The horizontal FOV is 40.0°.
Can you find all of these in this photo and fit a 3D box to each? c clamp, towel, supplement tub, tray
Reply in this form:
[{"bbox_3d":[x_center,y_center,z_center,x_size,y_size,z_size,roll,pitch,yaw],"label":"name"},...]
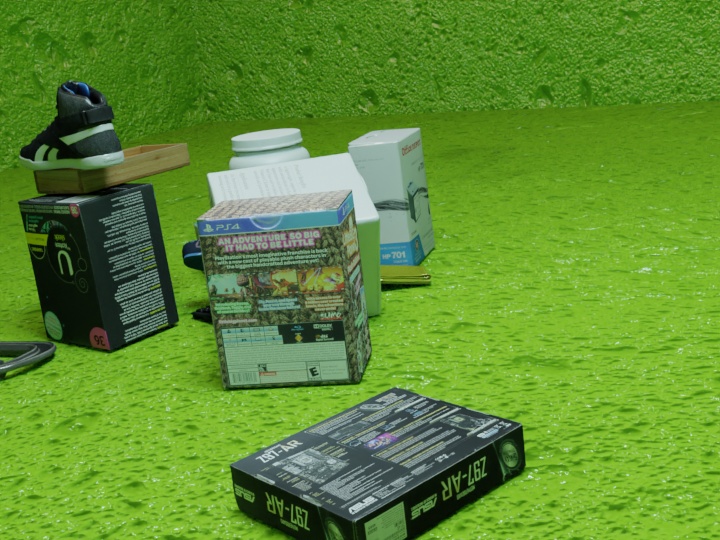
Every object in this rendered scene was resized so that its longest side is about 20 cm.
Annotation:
[{"bbox_3d":[-0.506,0.122,1.285,0.200,0.027,0.171,-4,10,18],"label":"c clamp"},{"bbox_3d":[0.000,0.000,1.448,0.199,0.018,0.086,2,15,-5],"label":"towel"},{"bbox_3d":[-0.154,-0.142,1.750,0.144,0.201,0.145,-6,15,2],"label":"supplement tub"},{"bbox_3d":[-0.346,-0.144,1.394,0.098,0.037,0.200,3,18,35],"label":"tray"}]

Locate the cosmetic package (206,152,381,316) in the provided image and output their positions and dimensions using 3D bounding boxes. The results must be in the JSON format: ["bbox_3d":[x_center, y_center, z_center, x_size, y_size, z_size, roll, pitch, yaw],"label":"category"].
[{"bbox_3d":[-0.087,-0.035,1.307,0.199,0.165,0.165,-9,39,-10],"label":"cosmetic package"}]

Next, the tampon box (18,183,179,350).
[{"bbox_3d":[-0.358,-0.010,1.356,0.150,0.201,0.126,4,18,40],"label":"tampon box"}]

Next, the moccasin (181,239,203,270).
[{"bbox_3d":[-0.161,-0.043,1.443,0.199,0.068,0.080,-6,-20,-15],"label":"moccasin"}]

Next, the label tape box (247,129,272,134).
[{"bbox_3d":[-0.208,-0.230,2.210,0.066,0.144,0.200,-10,15,-9],"label":"label tape box"}]

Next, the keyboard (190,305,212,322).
[{"bbox_3d":[-0.139,0.029,1.424,0.200,0.040,0.104,-20,19,-38],"label":"keyboard"}]

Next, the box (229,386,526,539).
[{"bbox_3d":[0.016,0.166,0.840,0.200,0.044,0.160,-20,20,-40],"label":"box"}]

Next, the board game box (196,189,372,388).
[{"bbox_3d":[-0.081,0.021,1.119,0.159,0.201,0.097,-4,15,11],"label":"board game box"}]

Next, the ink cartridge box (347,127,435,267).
[{"bbox_3d":[0.050,-0.113,1.551,0.086,0.201,0.146,-2,16,19],"label":"ink cartridge box"}]

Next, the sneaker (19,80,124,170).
[{"bbox_3d":[-0.386,-0.193,1.306,0.200,0.112,0.073,4,17,39],"label":"sneaker"}]

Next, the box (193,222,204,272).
[{"bbox_3d":[-0.217,-0.025,1.575,0.049,0.083,0.200,-11,16,-18],"label":"box"}]
